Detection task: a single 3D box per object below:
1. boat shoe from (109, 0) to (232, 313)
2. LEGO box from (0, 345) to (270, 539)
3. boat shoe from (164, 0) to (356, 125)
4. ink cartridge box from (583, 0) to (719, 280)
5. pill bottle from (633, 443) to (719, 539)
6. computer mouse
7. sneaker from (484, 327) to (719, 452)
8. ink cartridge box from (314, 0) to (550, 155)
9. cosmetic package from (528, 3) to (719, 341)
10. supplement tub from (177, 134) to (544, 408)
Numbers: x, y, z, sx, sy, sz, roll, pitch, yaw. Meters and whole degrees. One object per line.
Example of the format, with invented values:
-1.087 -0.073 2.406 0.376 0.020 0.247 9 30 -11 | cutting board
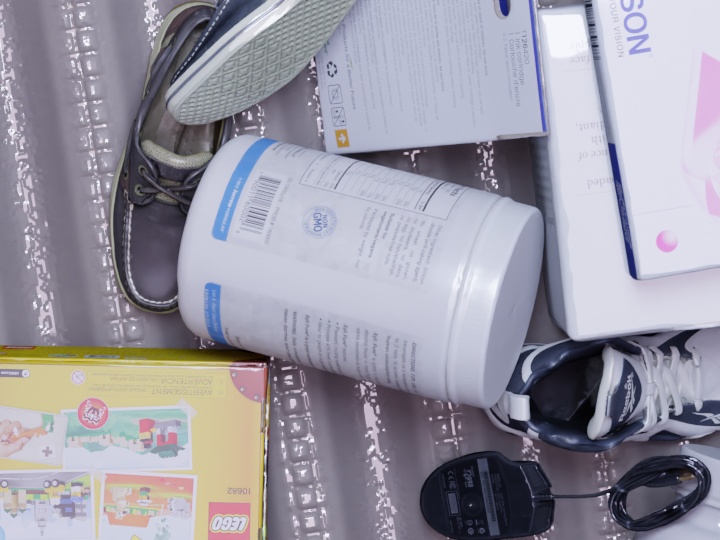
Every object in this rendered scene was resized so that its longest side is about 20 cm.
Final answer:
-0.119 -0.070 1.641 0.073 0.065 0.201 7 95 -2 | boat shoe
-0.157 0.125 1.649 0.199 0.077 0.150 2 95 -2 | LEGO box
-0.050 -0.169 1.575 0.200 0.075 0.062 -48 61 16 | boat shoe
0.237 -0.107 1.495 0.199 0.043 0.197 -11 94 -1 | ink cartridge box
0.218 0.216 1.649 0.111 0.111 0.201 13 94 -2 | pill bottle
0.129 0.139 1.646 0.199 0.034 0.059 -5 95 27 | computer mouse
0.177 0.075 1.627 0.198 0.130 0.080 2 96 -2 | sneaker
0.045 -0.174 1.585 0.047 0.200 0.199 -10 95 -44 | ink cartridge box
0.190 -0.068 1.599 0.164 0.165 0.201 -6 94 0 | cosmetic package
0.000 0.000 1.595 0.199 0.132 0.132 15 94 14 | supplement tub
